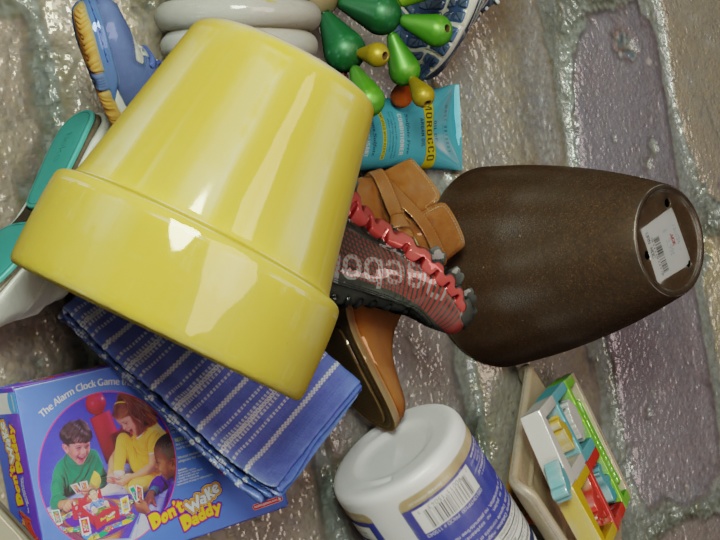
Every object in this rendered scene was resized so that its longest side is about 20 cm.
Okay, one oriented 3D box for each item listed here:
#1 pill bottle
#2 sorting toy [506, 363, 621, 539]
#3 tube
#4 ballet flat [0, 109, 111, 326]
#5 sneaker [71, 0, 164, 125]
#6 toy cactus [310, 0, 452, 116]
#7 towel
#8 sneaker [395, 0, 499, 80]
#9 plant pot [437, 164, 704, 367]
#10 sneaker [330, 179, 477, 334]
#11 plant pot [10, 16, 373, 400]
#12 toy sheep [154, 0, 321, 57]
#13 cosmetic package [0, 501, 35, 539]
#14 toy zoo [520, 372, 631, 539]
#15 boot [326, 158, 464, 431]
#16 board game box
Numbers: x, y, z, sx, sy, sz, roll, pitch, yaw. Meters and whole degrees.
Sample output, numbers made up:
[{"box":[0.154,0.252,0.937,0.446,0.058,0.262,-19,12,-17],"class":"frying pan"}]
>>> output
[{"box":[0.076,0.221,1.033,0.120,0.119,0.201,-45,112,-34],"class":"pill bottle"},{"box":[0.180,0.204,1.123,0.186,0.036,0.200,57,21,-19],"class":"sorting toy"},{"box":[0.020,-0.117,1.084,0.199,0.050,0.078,-12,107,-45],"class":"tube"},{"box":[-0.212,-0.021,0.869,0.069,0.069,0.201,42,57,-27],"class":"ballet flat"},{"box":[-0.131,-0.115,0.888,0.088,0.075,0.201,-25,130,-2],"class":"sneaker"},{"box":[-0.005,-0.215,1.036,0.164,0.102,0.201,15,73,-2],"class":"toy cactus"},{"box":[-0.101,0.058,0.909,0.200,0.024,0.145,42,43,0],"class":"towel"},{"box":[0.103,-0.255,1.111,0.085,0.077,0.201,12,110,-47],"class":"sneaker"},{"box":[0.190,-0.013,1.105,0.186,0.199,0.188,5,81,-38],"class":"plant pot"},{"box":[0.000,0.000,0.957,0.200,0.071,0.098,38,79,-22],"class":"sneaker"},{"box":[-0.087,-0.045,0.794,0.200,0.200,0.190,30,82,-32],"class":"plant pot"},{"box":[-0.094,-0.183,0.947,0.137,0.137,0.202,-9,104,-39],"class":"toy sheep"},{"box":[-0.292,0.134,0.758,0.105,0.071,0.200,-43,111,-15],"class":"cosmetic package"},{"box":[0.189,0.169,1.103,0.132,0.020,0.200,64,20,1],"class":"toy zoo"},{"box":[0.028,0.015,1.042,0.154,0.074,0.201,-29,99,-31],"class":"boot"},{"box":[-0.154,0.129,0.905,0.199,0.045,0.135,-11,91,-40],"class":"board game box"}]
